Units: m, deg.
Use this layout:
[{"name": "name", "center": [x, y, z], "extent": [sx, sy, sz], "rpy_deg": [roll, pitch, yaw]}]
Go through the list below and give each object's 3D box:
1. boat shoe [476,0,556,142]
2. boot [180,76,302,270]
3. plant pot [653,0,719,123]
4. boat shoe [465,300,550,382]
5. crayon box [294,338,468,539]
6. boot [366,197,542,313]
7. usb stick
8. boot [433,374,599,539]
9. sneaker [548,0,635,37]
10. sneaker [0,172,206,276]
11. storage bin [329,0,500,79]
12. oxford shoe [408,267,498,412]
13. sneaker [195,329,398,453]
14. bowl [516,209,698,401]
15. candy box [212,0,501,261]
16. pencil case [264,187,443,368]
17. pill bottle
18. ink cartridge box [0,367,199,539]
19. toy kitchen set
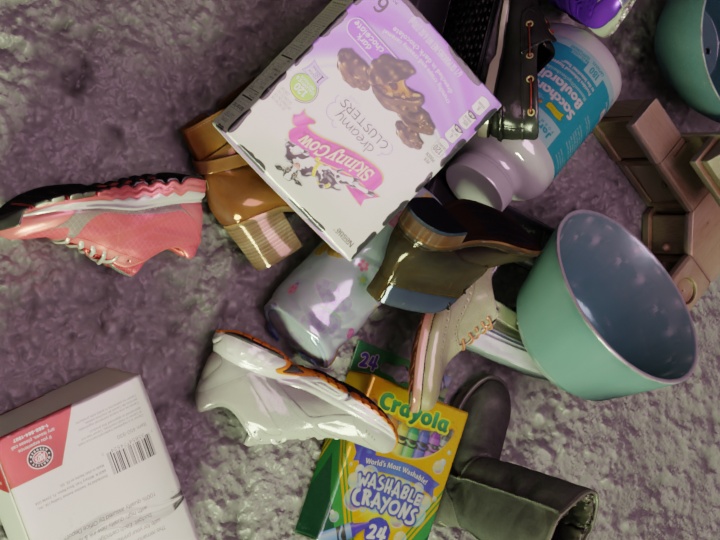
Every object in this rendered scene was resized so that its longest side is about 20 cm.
[{"name": "boat shoe", "center": [0.157, -0.213, 1.557], "extent": [0.063, 0.074, 0.203], "rpy_deg": [7, 64, 7]}, {"name": "boot", "center": [-0.065, -0.114, 1.522], "extent": [0.199, 0.077, 0.156], "rpy_deg": [-34, 105, -18]}, {"name": "plant pot", "center": [0.396, -0.249, 1.751], "extent": [0.199, 0.134, 0.202], "rpy_deg": [-2, 93, -32]}, {"name": "boat shoe", "center": [0.162, 0.068, 1.662], "extent": [0.199, 0.072, 0.062], "rpy_deg": [23, 82, -28]}, {"name": "crayon box", "center": [0.027, 0.183, 1.597], "extent": [0.125, 0.051, 0.201], "rpy_deg": [23, 80, -30]}, {"name": "boot", "center": [0.087, -0.011, 1.532], "extent": [0.199, 0.075, 0.097], "rpy_deg": [8, 124, -48]}, {"name": "usb stick", "center": [0.135, -0.047, 1.663], "extent": [0.199, 0.033, 0.056], "rpy_deg": [25, 73, -30]}, {"name": "boot", "center": [0.154, 0.199, 1.588], "extent": [0.072, 0.200, 0.183], "rpy_deg": [26, 79, -30]}, {"name": "sneaker", "center": [0.210, -0.290, 1.610], "extent": [0.099, 0.200, 0.070], "rpy_deg": [32, 93, -16]}, {"name": "sneaker", "center": [-0.223, -0.034, 1.421], "extent": [0.199, 0.074, 0.087], "rpy_deg": [-9, 101, -29]}, {"name": "storage bin", "center": [0.046, -0.233, 1.563], "extent": [0.135, 0.094, 0.201], "rpy_deg": [18, 84, -31]}, {"name": "oxford shoe", "center": [0.096, 0.049, 1.573], "extent": [0.073, 0.071, 0.201], "rpy_deg": [18, 72, 0]}, {"name": "sneaker", "center": [-0.062, 0.134, 1.515], "extent": [0.199, 0.076, 0.092], "rpy_deg": [27, 92, -2]}, {"name": "bowl", "center": [0.233, 0.050, 1.621], "extent": [0.200, 0.105, 0.202], "rpy_deg": [28, 40, -27]}, {"name": "candy box", "center": [-0.003, -0.139, 1.450], "extent": [0.200, 0.072, 0.168], "rpy_deg": [-46, 110, -2]}, {"name": "pencil case", "center": [0.000, 0.000, 1.547], "extent": [0.200, 0.083, 0.091], "rpy_deg": [-48, 121, -16]}, {"name": "pill bottle", "center": [0.169, -0.147, 1.623], "extent": [0.111, 0.111, 0.200], "rpy_deg": [51, 63, -23]}, {"name": "ink cartridge box", "center": [-0.237, 0.206, 1.418], "extent": [0.146, 0.083, 0.201], "rpy_deg": [-24, 104, -28]}, {"name": "toy kitchen set", "center": [0.317, -0.051, 1.697], "extent": [0.181, 0.163, 0.200], "rpy_deg": [-48, 114, -20]}]
